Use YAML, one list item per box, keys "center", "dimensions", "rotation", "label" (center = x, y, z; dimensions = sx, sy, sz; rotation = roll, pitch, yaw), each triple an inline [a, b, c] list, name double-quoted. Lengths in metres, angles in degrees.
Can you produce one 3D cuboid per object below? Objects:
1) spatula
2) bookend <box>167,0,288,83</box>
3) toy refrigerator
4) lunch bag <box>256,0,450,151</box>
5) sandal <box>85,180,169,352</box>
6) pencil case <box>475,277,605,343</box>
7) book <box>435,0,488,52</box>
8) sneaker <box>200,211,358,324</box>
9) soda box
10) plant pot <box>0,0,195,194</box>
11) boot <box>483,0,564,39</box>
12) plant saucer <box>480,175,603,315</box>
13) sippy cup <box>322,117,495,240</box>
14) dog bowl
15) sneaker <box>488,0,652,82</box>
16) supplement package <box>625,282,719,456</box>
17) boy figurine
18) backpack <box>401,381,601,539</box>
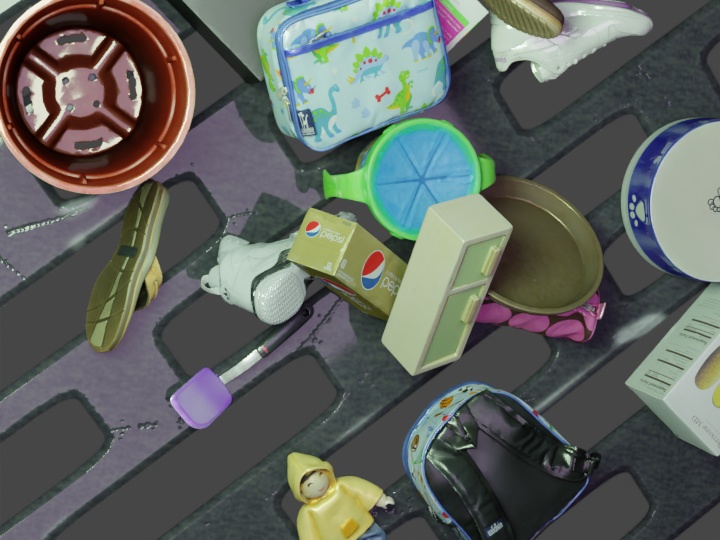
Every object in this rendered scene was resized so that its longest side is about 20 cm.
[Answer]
- center: [-0.131, 0.106, 1.675]
  dimensions: [0.200, 0.021, 0.057]
  rotation: [-40, 103, -8]
  label: "spatula"
- center: [-0.119, -0.347, 1.586]
  dimensions: [0.200, 0.092, 0.199]
  rotation: [44, 85, -15]
  label: "bookend"
- center: [0.095, 0.019, 1.596]
  dimensions: [0.076, 0.070, 0.201]
  rotation: [-16, 139, -37]
  label: "toy refrigerator"
- center: [-0.007, -0.231, 1.555]
  dimensions: [0.199, 0.082, 0.162]
  rotation: [-21, 117, -20]
  label: "lunch bag"
- center: [-0.248, 0.000, 1.611]
  dimensions: [0.054, 0.080, 0.201]
  rotation: [23, 86, -38]
  label: "sandal"
- center: [0.188, 0.032, 1.717]
  dimensions: [0.199, 0.094, 0.091]
  rotation: [8, 95, -15]
  label: "pencil case"
- center: [0.029, -0.271, 1.635]
  dimensions: [0.200, 0.048, 0.134]
  rotation: [-42, 107, 12]
  label: "book"
- center: [-0.090, -0.017, 1.640]
  dimensions: [0.200, 0.114, 0.076]
  rotation: [-43, 138, -43]
  label: "sneaker"
- center: [0.000, 0.000, 1.613]
  dimensions: [0.200, 0.067, 0.064]
  rotation: [36, 76, -58]
  label: "soda box"
- center: [-0.286, -0.187, 1.507]
  dimensions: [0.199, 0.195, 0.202]
  rotation: [-2, 98, -15]
  label: "plant pot"
- center: [0.191, -0.374, 1.645]
  dimensions: [0.200, 0.072, 0.167]
  rotation: [39, 81, 18]
  label: "boot"
- center: [0.189, -0.026, 1.689]
  dimensions: [0.199, 0.030, 0.201]
  rotation: [11, 50, -14]
  label: "plant saucer"
- center: [0.054, -0.107, 1.643]
  dimensions: [0.177, 0.130, 0.140]
  rotation: [30, 88, -17]
  label: "sippy cup"
- center: [0.427, -0.087, 1.776]
  dimensions: [0.199, 0.079, 0.202]
  rotation: [-2, 97, -15]
  label: "dog bowl"
- center: [0.248, -0.276, 1.715]
  dimensions: [0.198, 0.075, 0.100]
  rotation: [-2, 104, -7]
  label: "sneaker"
- center: [0.449, 0.112, 1.789]
  dimensions: [0.114, 0.109, 0.200]
  rotation: [43, 85, -15]
  label: "supplement package"
- center: [-0.019, 0.294, 1.708]
  dimensions: [0.124, 0.064, 0.201]
  rotation: [-31, 107, -7]
  label: "boy figurine"
- center: [0.149, 0.227, 1.701]
  dimensions: [0.200, 0.154, 0.191]
  rotation: [-46, 112, -14]
  label: "backpack"
